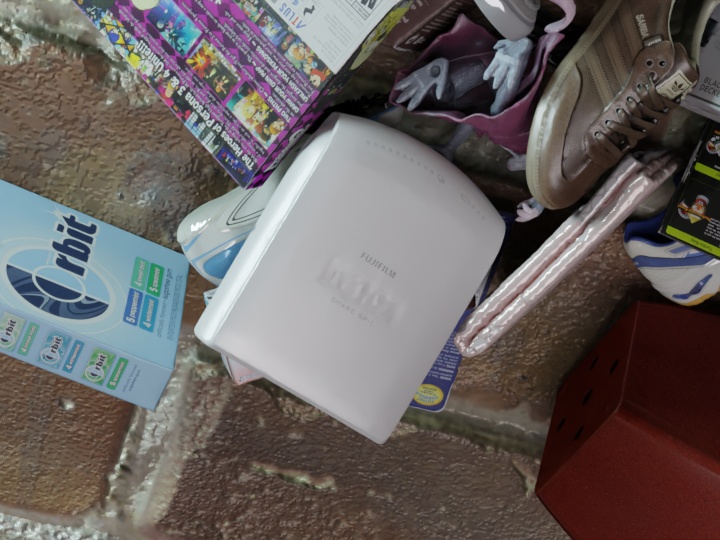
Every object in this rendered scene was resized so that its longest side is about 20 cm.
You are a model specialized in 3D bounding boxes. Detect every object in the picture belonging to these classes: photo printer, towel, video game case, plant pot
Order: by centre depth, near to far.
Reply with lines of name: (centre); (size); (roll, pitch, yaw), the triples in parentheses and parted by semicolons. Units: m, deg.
video game case: (-0.087, -0.191, 0.949); (0.200, 0.036, 0.181); (46, 112, 10)
photo printer: (0.000, 0.000, 0.968); (0.166, 0.069, 0.201); (32, 89, -17)
towel: (0.160, -0.020, 1.030); (0.032, 0.200, 0.191); (46, 109, 8)
plant pot: (0.258, 0.145, 1.111); (0.175, 0.201, 0.200); (30, 132, -5)

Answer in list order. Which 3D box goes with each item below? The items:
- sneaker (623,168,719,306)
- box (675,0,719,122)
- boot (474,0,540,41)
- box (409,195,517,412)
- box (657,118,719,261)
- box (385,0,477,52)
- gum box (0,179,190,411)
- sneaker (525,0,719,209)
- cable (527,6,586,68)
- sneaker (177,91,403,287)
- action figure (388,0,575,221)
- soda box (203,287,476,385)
sneaker: (0.298, -0.058, 1.074); (0.088, 0.075, 0.200); (37, 112, -20)
box: (0.283, -0.200, 0.930); (0.060, 0.117, 0.201); (22, 98, -33)
boot: (0.088, -0.254, 0.856); (0.095, 0.073, 0.201); (-27, 86, 25)
box: (0.042, 0.020, 1.133); (0.120, 0.032, 0.201); (13, 117, -9)
box: (0.352, -0.075, 1.010); (0.199, 0.047, 0.195); (24, 101, 12)
box: (0.080, -0.252, 0.936); (0.199, 0.075, 0.101); (-36, 85, 19)
gum box: (-0.234, 0.009, 1.038); (0.199, 0.170, 0.045); (23, 117, -14)
sneaker: (0.182, -0.128, 0.905); (0.070, 0.075, 0.201); (27, 91, -45)
cable: (0.191, -0.222, 0.989); (0.198, 0.051, 0.164); (15, 118, -10)
sneaker: (-0.045, -0.062, 1.019); (0.199, 0.072, 0.073); (-38, 110, -3)
action figure: (0.109, -0.126, 1.003); (0.199, 0.133, 0.150); (19, 100, -57)
soda box: (-0.016, 0.022, 1.041); (0.198, 0.068, 0.064); (-17, 104, -11)
